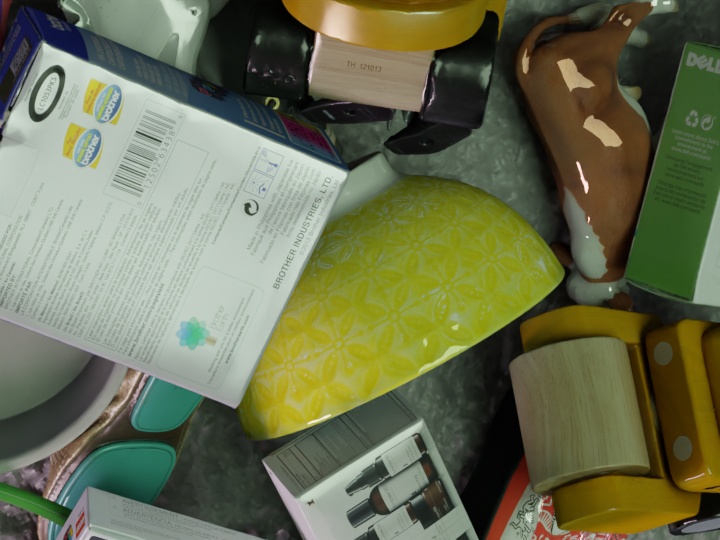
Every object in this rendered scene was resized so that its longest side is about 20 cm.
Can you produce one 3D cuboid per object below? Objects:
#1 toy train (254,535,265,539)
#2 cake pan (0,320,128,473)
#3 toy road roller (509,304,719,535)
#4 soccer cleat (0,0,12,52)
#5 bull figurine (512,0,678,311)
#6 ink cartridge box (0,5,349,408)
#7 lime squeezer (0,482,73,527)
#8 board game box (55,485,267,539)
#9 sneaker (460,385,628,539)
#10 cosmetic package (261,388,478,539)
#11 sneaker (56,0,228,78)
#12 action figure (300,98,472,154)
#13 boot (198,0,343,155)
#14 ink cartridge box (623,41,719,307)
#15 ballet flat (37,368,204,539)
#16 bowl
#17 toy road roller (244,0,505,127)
[{"bbox_3d":[-0.046,0.209,1.447,0.199,0.116,0.085,-17,111,-25],"label":"toy train"},{"bbox_3d":[-0.214,0.013,1.299,0.200,0.037,0.201,-1,116,-2],"label":"cake pan"},{"bbox_3d":[0.198,0.079,1.481,0.200,0.146,0.123,7,66,-46],"label":"toy road roller"},{"bbox_3d":[-0.214,-0.138,1.286,0.076,0.067,0.201,-3,108,-24],"label":"soccer cleat"},{"bbox_3d":[0.154,-0.071,1.510,0.121,0.065,0.200,-37,125,-23],"label":"bull figurine"},{"bbox_3d":[-0.125,-0.037,1.220,0.200,0.076,0.137,22,102,-21],"label":"ink cartridge box"},{"bbox_3d":[-0.152,0.161,1.387,0.070,0.038,0.200,-15,133,7],"label":"lime squeezer"},{"bbox_3d":[-0.133,0.213,1.383,0.126,0.035,0.200,20,123,-22],"label":"board game box"},{"bbox_3d":[0.102,0.170,1.548,0.108,0.067,0.202,32,85,-30],"label":"sneaker"},{"bbox_3d":[0.025,0.164,1.367,0.082,0.051,0.200,-31,124,-8],"label":"cosmetic package"},{"bbox_3d":[-0.113,-0.151,1.263,0.088,0.074,0.201,-17,109,2],"label":"sneaker"},{"bbox_3d":[0.026,-0.168,1.386,0.130,0.069,0.201,28,61,-39],"label":"action figure"},{"bbox_3d":[-0.121,-0.083,1.348,0.200,0.073,0.151,-26,110,-12],"label":"boot"},{"bbox_3d":[0.233,-0.078,1.490,0.104,0.059,0.201,7,99,-42],"label":"ink cartridge box"},{"bbox_3d":[-0.126,0.075,1.385,0.070,0.065,0.200,9,130,-36],"label":"ballet flat"},{"bbox_3d":[0.000,0.000,1.384,0.200,0.200,0.108,-30,96,-19],"label":"bowl"},{"bbox_3d":[0.017,-0.174,1.224,0.122,0.200,0.146,9,131,-2],"label":"toy road roller"}]
